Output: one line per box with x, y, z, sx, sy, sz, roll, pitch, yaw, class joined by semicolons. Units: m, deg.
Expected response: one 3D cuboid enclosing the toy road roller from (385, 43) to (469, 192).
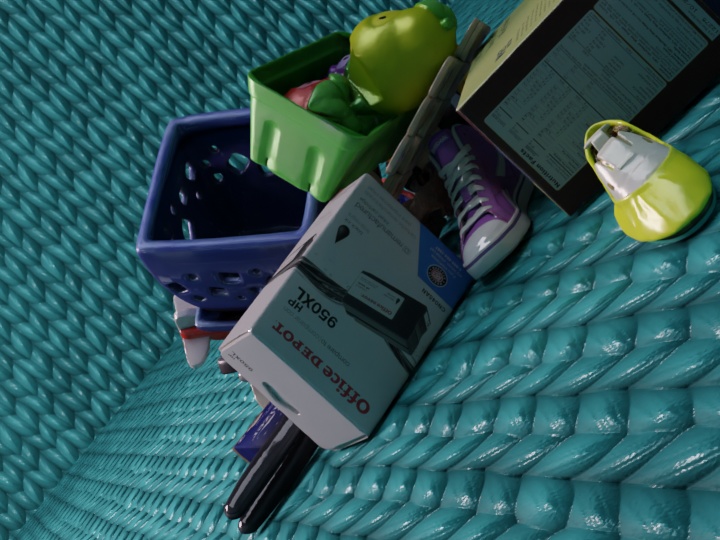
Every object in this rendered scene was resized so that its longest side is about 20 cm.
0.052;-0.206;1.565;0.123;0.145;0.201;-49;19;29;toy road roller

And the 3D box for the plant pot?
-0.110;-0.047;1.450;0.197;0.181;0.202;-5;50;16;plant pot

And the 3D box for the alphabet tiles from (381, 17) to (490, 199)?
0.070;-0.149;1.275;0.202;0.014;0.196;-62;-4;11;alphabet tiles

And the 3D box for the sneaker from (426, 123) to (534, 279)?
0.099;-0.071;1.234;0.073;0.114;0.201;-42;12;23;sneaker

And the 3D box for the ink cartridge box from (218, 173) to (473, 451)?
-0.010;0.038;1.197;0.201;0.144;0.084;-54;11;-29;ink cartridge box

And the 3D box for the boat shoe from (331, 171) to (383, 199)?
0.000;0.000;1.333;0.062;0.070;0.203;-37;53;56;boat shoe

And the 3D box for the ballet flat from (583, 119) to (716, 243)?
0.191;-0.070;0.926;0.067;0.067;0.200;-46;10;11;ballet flat

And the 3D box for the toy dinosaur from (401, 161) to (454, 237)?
0.066;-0.054;1.430;0.136;0.086;0.200;-49;5;2;toy dinosaur

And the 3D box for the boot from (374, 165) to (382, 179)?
-0.012;-0.074;1.626;0.068;0.203;0.174;-3;-2;6;boot

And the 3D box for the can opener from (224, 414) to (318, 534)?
-0.063;0.158;1.251;0.078;0.063;0.202;5;60;46;can opener

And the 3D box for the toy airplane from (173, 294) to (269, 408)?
-0.128;0.042;1.581;0.200;0.199;0.141;-55;-1;-34;toy airplane

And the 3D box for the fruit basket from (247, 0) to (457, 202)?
0.002;-0.187;1.275;0.216;0.154;0.216;-53;-16;-23;fruit basket

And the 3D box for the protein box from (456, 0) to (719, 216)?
0.204;-0.189;1.136;0.200;0.135;0.199;-45;9;23;protein box

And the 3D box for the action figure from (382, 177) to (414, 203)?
0.056;-0.061;1.600;0.065;0.099;0.200;-50;-13;7;action figure

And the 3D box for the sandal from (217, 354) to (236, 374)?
-0.065;0.088;1.395;0.075;0.043;0.199;-14;-2;41;sandal

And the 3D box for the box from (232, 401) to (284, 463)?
-0.068;0.148;1.390;0.122;0.032;0.200;-52;10;-17;box
